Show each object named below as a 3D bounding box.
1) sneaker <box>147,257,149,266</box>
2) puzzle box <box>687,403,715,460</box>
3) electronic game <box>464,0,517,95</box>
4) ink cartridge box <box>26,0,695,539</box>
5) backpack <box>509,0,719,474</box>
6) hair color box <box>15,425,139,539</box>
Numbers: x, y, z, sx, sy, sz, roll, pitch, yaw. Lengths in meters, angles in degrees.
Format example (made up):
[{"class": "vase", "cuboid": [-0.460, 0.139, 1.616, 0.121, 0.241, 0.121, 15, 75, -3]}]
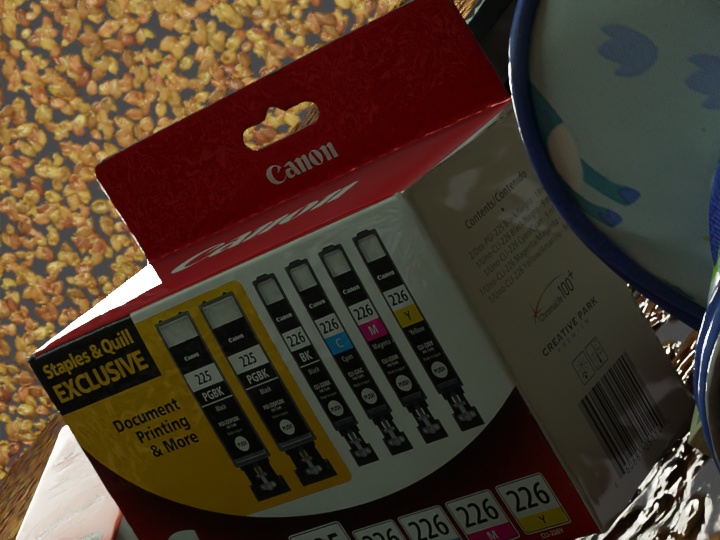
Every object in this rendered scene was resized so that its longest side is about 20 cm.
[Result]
[{"class": "sneaker", "cuboid": [0.000, 0.000, 0.941, 0.079, 0.200, 0.096, -36, -38, -49]}, {"class": "puzzle box", "cuboid": [0.169, -0.043, 0.697, 0.200, 0.025, 0.133, -58, 4, 35]}, {"class": "electronic game", "cuboid": [0.059, -0.083, 1.017, 0.200, 0.042, 0.200, -52, -11, -14]}, {"class": "ink cartridge box", "cuboid": [-0.014, 0.022, 0.806, 0.200, 0.176, 0.084, -24, 12, 41]}, {"class": "backpack", "cuboid": [0.126, -0.026, 0.349, 0.183, 0.200, 0.147, -44, 11, 39]}, {"class": "hair color box", "cuboid": [-0.089, 0.127, 0.940, 0.061, 0.102, 0.200, -28, 13, 8]}]
